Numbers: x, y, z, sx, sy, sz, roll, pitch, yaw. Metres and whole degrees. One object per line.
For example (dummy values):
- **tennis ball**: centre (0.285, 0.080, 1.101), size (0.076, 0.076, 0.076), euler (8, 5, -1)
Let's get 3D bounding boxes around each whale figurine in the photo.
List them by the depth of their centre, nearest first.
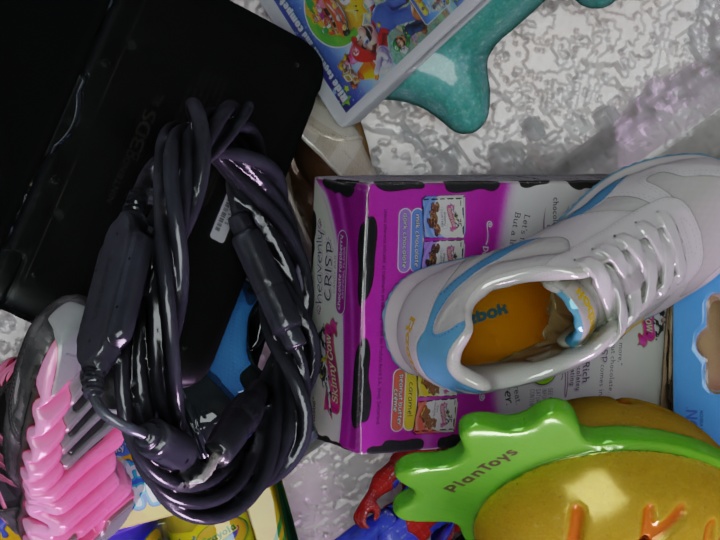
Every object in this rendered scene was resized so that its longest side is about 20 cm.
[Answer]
- **whale figurine**: centre (0.064, -0.173, 1.101), size (0.159, 0.104, 0.201), euler (23, 96, -3)

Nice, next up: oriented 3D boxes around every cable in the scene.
- **cable**: centre (-0.062, 0.014, 0.996), size (0.051, 0.163, 0.201), euler (-7, 59, 30)

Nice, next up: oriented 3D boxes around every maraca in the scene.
- **maraca**: centre (0.107, 0.112, 1.043), size (0.200, 0.107, 0.137), euler (23, 132, -36)

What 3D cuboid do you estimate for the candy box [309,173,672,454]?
- **candy box**: centre (0.072, 0.018, 1.102), size (0.199, 0.061, 0.137), euler (-1, 97, -30)

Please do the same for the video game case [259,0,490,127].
- **video game case**: centre (0.016, -0.186, 1.071), size (0.200, 0.018, 0.143), euler (-40, 78, 38)

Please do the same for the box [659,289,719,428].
- **box**: centre (0.257, 0.039, 1.139), size (0.199, 0.021, 0.164), euler (2, 96, -17)

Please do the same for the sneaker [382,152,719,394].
- **sneaker**: centre (0.113, 0.007, 1.027), size (0.200, 0.081, 0.077), euler (-26, 109, -13)

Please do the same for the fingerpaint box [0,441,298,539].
- **fingerpaint box**: centre (-0.134, 0.164, 1.154), size (0.199, 0.073, 0.167), euler (-14, 96, 1)

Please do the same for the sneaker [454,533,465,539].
- **sneaker**: centre (0.090, 0.173, 1.157), size (0.083, 0.072, 0.200), euler (43, 95, -7)

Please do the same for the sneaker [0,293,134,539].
- **sneaker**: centre (-0.160, 0.070, 1.031), size (0.095, 0.200, 0.079), euler (41, 55, 19)

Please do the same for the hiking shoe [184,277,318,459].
- **hiking shoe**: centre (-0.089, 0.019, 1.114), size (0.086, 0.074, 0.201), euler (-15, 62, -7)

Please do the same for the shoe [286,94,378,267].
- **shoe**: centre (0.000, 0.000, 1.139), size (0.070, 0.053, 0.201), euler (-24, 94, 19)

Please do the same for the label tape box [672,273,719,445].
- **label tape box**: centre (0.264, 0.037, 1.083), size (0.199, 0.063, 0.145), euler (3, 98, 25)

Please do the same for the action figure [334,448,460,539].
- **action figure**: centre (0.012, 0.148, 1.128), size (0.200, 0.052, 0.066), euler (-42, 105, -32)

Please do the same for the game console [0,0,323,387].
- **game console**: centre (-0.141, -0.052, 1.095), size (0.175, 0.116, 0.201), euler (26, 69, -16)
